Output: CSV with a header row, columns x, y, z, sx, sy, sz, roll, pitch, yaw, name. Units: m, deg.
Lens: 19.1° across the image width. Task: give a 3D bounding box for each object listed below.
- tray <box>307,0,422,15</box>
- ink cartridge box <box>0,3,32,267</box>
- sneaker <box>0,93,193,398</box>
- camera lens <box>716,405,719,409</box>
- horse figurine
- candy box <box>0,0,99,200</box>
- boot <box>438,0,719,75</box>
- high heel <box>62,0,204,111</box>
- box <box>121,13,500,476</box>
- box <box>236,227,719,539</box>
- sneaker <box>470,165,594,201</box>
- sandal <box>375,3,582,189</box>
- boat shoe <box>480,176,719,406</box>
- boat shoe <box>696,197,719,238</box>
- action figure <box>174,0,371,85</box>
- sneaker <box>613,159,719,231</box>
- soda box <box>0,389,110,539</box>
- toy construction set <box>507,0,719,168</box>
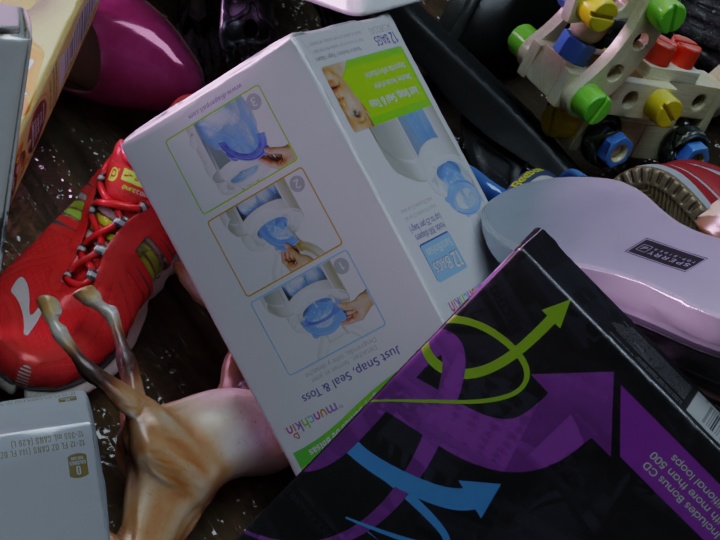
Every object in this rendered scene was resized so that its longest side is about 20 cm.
x,y,z,sx,sy,sz,roll,pitch,yaw,name
-0.029,-0.167,1.062,0.107,0.022,0.199,-22,32,-38,tray
-0.224,-0.022,0.906,0.146,0.201,0.083,9,14,-11,ink cartridge box
-0.121,-0.020,1.023,0.077,0.085,0.200,27,46,8,sneaker
0.213,0.091,0.923,0.160,0.200,0.160,43,27,-28,camera lens
-0.071,0.058,0.977,0.200,0.050,0.133,-20,84,-47,horse figurine
-0.213,-0.081,1.027,0.115,0.055,0.201,20,66,1,candy box
0.149,-0.140,1.225,0.158,0.080,0.211,37,48,16,boot
-0.181,-0.119,1.099,0.199,0.068,0.096,29,37,16,high heel
0.000,0.000,0.959,0.201,0.101,0.112,62,26,1,box
0.055,0.102,0.877,0.143,0.200,0.036,44,27,4,box
0.103,-0.004,1.026,0.199,0.083,0.074,11,20,40,sneaker
0.075,-0.064,1.143,0.200,0.048,0.075,46,12,2,sandal
0.123,0.015,0.902,0.070,0.067,0.200,-28,30,-28,boat shoe
0.209,-0.026,1.002,0.073,0.065,0.200,46,15,7,boat shoe
-0.049,-0.141,1.150,0.118,0.103,0.200,-5,21,-8,action figure
0.203,0.026,1.099,0.201,0.071,0.112,57,23,3,sneaker
-0.203,0.099,0.860,0.199,0.064,0.068,-9,9,-9,soda box
0.164,-0.114,1.128,0.199,0.132,0.092,12,28,-28,toy construction set
